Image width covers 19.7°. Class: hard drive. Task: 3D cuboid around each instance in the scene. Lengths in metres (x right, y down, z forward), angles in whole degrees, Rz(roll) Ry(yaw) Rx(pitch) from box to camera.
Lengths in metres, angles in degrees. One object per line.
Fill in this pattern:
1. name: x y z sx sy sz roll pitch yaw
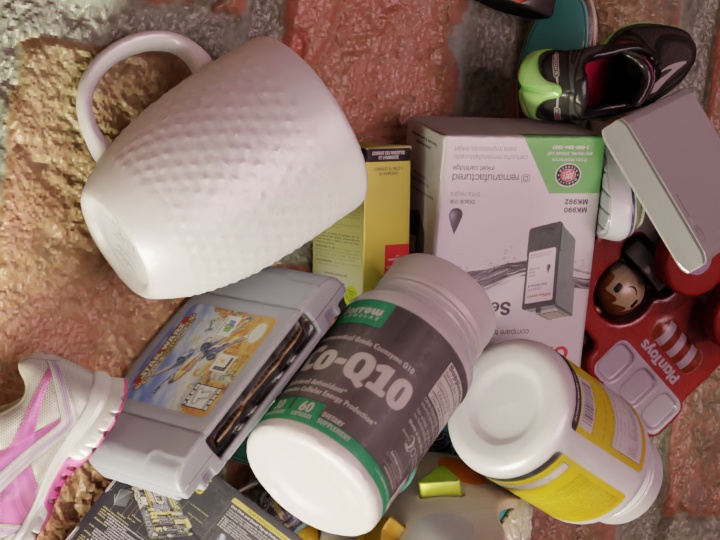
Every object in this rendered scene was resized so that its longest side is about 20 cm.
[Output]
1. hard drive: 0.268 -0.078 1.702 0.132 0.026 0.200 59 26 2

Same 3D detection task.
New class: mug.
1. mug: -0.122 -0.084 1.501 0.175 0.148 0.200 -34 85 -21

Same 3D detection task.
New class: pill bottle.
1. pill bottle: 0.013 0.088 1.525 0.200 0.113 0.113 -53 123 -34
2. pill bottle: 0.163 0.137 1.651 0.200 0.112 0.112 35 75 -49

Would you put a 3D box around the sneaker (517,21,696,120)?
1. sneaker: 0.214 -0.154 1.686 0.200 0.084 0.077 -21 116 -41

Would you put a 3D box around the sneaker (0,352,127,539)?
1. sneaker: -0.250 0.141 1.464 0.088 0.081 0.200 34 85 -6

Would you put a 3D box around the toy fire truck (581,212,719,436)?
1. toy fire truck: 0.253 0.034 1.813 0.168 0.112 0.200 -46 121 -2

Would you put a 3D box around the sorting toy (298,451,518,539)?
1. sorting toy: 0.039 0.227 1.595 0.200 0.180 0.107 -44 110 -3

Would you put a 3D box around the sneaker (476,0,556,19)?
1. sneaker: 0.090 -0.281 1.668 0.201 0.067 0.108 15 86 -40

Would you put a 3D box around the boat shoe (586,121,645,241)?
1. boat shoe: 0.220 -0.080 1.714 0.062 0.200 0.072 6 114 -1

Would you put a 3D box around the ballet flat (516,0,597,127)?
1. ballet flat: 0.165 -0.138 1.755 0.062 0.067 0.201 6 97 -65

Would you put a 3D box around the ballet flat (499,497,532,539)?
1. ballet flat: 0.091 0.267 1.674 0.200 0.072 0.072 -48 121 -31

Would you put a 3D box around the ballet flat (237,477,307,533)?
1. ballet flat: -0.113 0.222 1.588 0.200 0.074 0.074 -45 119 -26

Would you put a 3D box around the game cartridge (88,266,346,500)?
1. game cartridge: -0.111 0.075 1.518 0.200 0.133 0.042 -53 130 -24

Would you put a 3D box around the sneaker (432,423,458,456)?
1. sneaker: 0.087 0.144 1.713 0.200 0.078 0.090 32 81 -34

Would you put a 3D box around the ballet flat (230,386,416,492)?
1. ballet flat: -0.052 0.122 1.601 0.199 0.070 0.068 19 104 -3

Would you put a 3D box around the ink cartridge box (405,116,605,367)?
1. ink cartridge box: 0.110 -0.019 1.669 0.145 0.084 0.201 -1 105 -21

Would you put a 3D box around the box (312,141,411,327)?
1. box: 0.000 0.000 1.631 0.050 0.075 0.201 -3 96 -36

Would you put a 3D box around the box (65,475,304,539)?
1. box: -0.122 0.239 1.519 0.200 0.049 0.161 36 72 5
